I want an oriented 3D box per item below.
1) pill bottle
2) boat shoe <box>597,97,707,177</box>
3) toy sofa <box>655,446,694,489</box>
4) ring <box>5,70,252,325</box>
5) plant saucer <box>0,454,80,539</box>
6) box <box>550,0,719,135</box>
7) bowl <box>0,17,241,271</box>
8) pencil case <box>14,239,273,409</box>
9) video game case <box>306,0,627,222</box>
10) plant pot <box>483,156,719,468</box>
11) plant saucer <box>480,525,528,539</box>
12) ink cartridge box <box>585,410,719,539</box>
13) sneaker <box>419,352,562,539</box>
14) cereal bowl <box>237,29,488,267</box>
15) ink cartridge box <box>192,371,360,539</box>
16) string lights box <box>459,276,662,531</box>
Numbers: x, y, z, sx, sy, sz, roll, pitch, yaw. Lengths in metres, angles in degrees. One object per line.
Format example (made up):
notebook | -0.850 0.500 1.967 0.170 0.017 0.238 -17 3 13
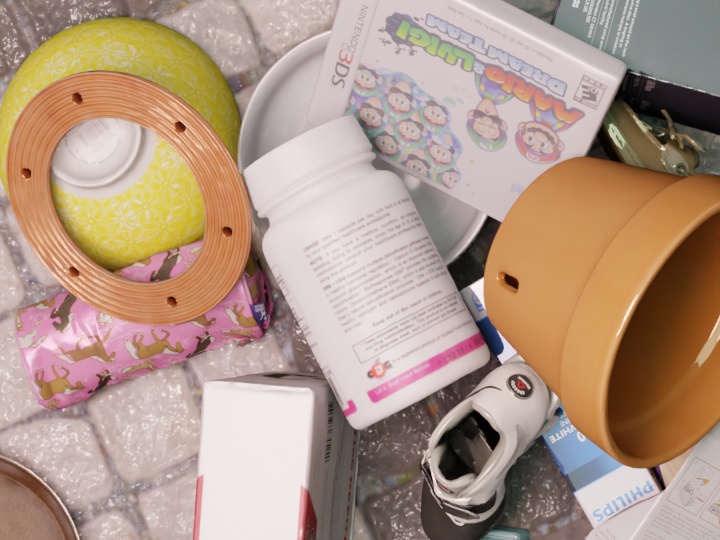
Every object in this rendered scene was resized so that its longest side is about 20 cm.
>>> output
pill bottle | 0.000 0.000 1.404 0.113 0.113 0.201 -27 87 5
boat shoe | 0.242 -0.062 1.463 0.063 0.073 0.200 -41 112 7
toy sofa | 0.227 0.071 1.475 0.097 0.083 0.201 -31 86 2
ring | -0.167 -0.052 1.435 0.199 0.019 0.202 11 120 20
plant saucer | -0.309 0.239 1.558 0.199 0.034 0.202 0 90 7
box | 0.232 -0.168 1.421 0.181 0.200 0.105 17 90 6
bowl | -0.194 -0.100 1.514 0.198 0.108 0.202 0 89 6
pencil case | -0.167 0.040 1.522 0.199 0.083 0.087 -19 66 6
video game case | 0.068 -0.123 1.380 0.199 0.182 0.024 27 52 6
plant pot | 0.177 0.012 1.333 0.140 0.200 0.201 33 93 36
plant saucer | 0.082 0.289 1.494 0.069 0.019 0.201 7 72 6
ink cartridge box | 0.244 0.206 1.441 0.160 0.050 0.201 29 95 -33
sneaker | 0.072 0.142 1.432 0.074 0.088 0.201 42 135 20
cereal bowl | 0.009 -0.083 1.503 0.198 0.083 0.202 0 90 6
ink cartridge box | -0.059 0.151 1.449 0.082 0.200 0.148 4 89 10
string lights box | 0.150 0.089 1.474 0.059 0.103 0.201 -30 86 6
